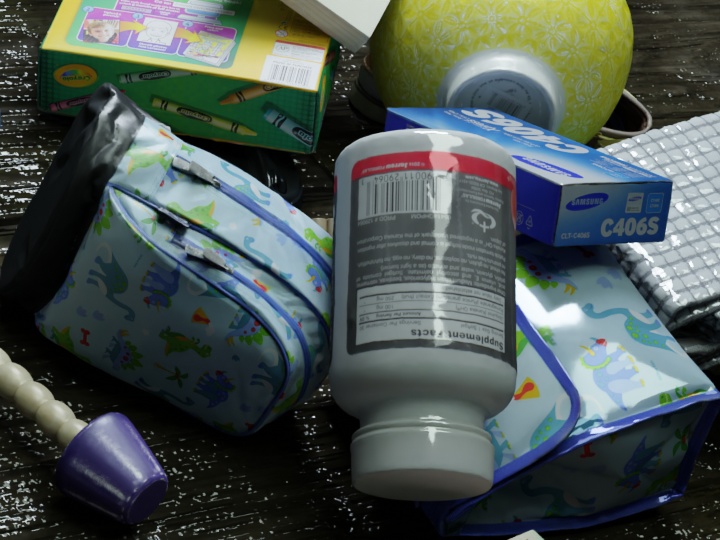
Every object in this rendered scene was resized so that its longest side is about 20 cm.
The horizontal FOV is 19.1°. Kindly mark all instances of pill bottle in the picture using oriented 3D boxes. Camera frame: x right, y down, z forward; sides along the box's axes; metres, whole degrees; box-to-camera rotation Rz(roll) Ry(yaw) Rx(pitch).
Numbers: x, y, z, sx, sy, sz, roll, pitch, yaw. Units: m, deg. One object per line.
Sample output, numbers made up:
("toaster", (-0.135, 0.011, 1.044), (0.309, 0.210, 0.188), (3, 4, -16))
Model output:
("pill bottle", (0.037, 0.028, 1.248), (0.110, 0.111, 0.201), (9, 71, -21))

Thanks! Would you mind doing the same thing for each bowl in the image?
("bowl", (0.103, -0.140, 1.567), (0.199, 0.201, 0.108), (17, 35, -9))

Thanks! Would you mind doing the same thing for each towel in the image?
("towel", (0.247, -0.019, 1.484), (0.199, 0.086, 0.166), (-18, 51, -24))

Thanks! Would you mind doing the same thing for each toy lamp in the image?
("toy lamp", (-0.190, 0.073, 1.230), (0.200, 0.058, 0.058), (39, 37, 24))

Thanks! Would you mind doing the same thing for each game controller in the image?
("game controller", (-0.109, -0.102, 1.544), (0.104, 0.042, 0.200), (-6, 41, -15))

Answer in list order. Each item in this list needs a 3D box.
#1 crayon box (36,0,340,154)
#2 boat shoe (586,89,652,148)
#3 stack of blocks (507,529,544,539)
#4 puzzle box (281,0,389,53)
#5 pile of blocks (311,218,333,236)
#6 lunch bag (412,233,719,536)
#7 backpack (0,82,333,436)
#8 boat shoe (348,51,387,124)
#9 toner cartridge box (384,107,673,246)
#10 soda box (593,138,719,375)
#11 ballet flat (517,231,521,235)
("crayon box", (-0.119, -0.153, 1.526), (0.199, 0.058, 0.119), (9, 39, 3))
("boat shoe", (0.140, -0.147, 1.668), (0.200, 0.059, 0.072), (30, 55, -26))
("stack of blocks", (0.058, 0.225, 1.160), (0.200, 0.059, 0.115), (-15, 49, -43))
("puzzle box", (-0.015, -0.266, 1.549), (0.133, 0.025, 0.200), (34, 54, -10))
("pile of blocks", (0.000, 0.000, 1.454), (0.199, 0.082, 0.062), (2, 81, -15))
("lunch bag", (0.096, 0.073, 1.348), (0.199, 0.128, 0.170), (-14, 49, -24))
("backpack", (-0.103, 0.007, 1.298), (0.199, 0.163, 0.154), (22, 40, -19))
("boat shoe", (0.072, -0.174, 1.714), (0.075, 0.069, 0.200), (36, 35, 19))
("toner cartridge box", (0.106, -0.065, 1.421), (0.095, 0.043, 0.200), (-4, 20, -34))
("soda box", (0.240, -0.014, 1.592), (0.064, 0.068, 0.200), (-6, 44, -35))
("ballet flat", (0.107, -0.039, 1.553), (0.199, 0.064, 0.067), (10, 33, -22))
